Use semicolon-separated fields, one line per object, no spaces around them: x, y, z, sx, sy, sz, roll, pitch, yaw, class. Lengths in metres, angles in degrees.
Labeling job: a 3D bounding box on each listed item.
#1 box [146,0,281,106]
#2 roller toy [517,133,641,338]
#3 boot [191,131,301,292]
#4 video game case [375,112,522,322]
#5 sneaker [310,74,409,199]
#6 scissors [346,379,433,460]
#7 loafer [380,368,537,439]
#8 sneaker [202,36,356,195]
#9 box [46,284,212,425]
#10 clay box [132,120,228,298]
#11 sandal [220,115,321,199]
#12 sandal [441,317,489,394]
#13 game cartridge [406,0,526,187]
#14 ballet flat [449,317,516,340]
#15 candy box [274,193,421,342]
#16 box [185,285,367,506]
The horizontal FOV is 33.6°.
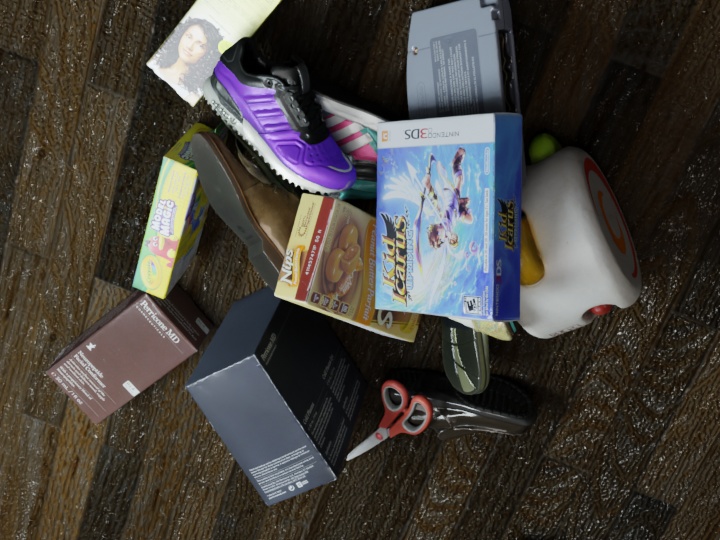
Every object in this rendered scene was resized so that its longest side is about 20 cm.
-0.148;-0.279;1.314;0.075;0.050;0.200;39;117;-9;box
0.209;-0.025;1.286;0.138;0.201;0.183;-24;122;22;roller toy
-0.112;-0.075;1.303;0.202;0.075;0.073;57;156;-15;boot
0.086;-0.055;1.222;0.180;0.045;0.204;4;94;52;video game case
-0.034;-0.141;1.345;0.197;0.084;0.122;24;109;-2;sneaker
0.034;0.206;1.491;0.073;0.014;0.201;35;136;10;scissors
0.122;0.172;1.477;0.197;0.073;0.072;10;123;18;loafer
-0.074;-0.169;1.262;0.199;0.070;0.100;40;124;5;sneaker
-0.295;0.100;1.524;0.199;0.075;0.100;-36;104;23;box
-0.207;-0.082;1.389;0.047;0.115;0.202;20;118;2;clay box
-0.108;-0.130;1.369;0.057;0.080;0.202;-23;111;36;sandal
0.133;0.043;1.404;0.079;0.057;0.205;20;117;49;sandal
0.108;-0.180;1.260;0.132;0.040;0.204;-2;95;42;game cartridge
0.108;0.015;1.288;0.069;0.201;0.072;-9;131;-11;ballet flat
0.000;0.000;1.328;0.055;0.199;0.117;12;83;41;candy box
-0.094;0.138;1.427;0.103;0.201;0.184;-23;109;22;box
